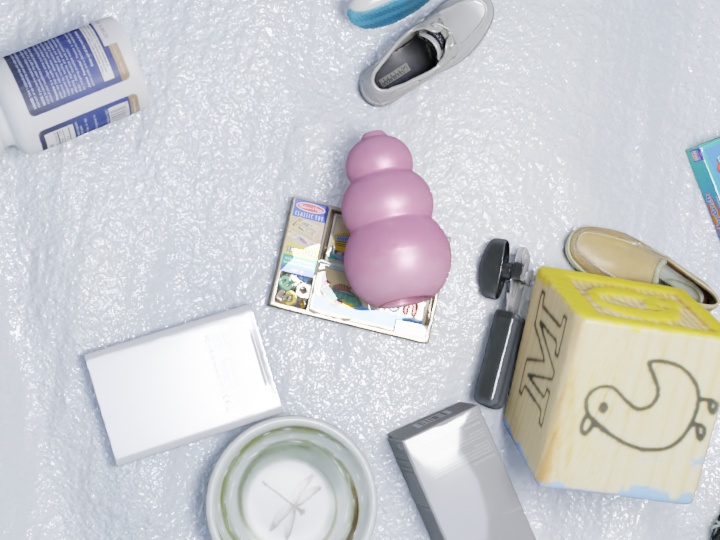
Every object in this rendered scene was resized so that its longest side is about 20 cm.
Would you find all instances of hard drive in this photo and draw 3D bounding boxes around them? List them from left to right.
[{"bbox_3d":[-0.202,0.130,1.705,0.199,0.025,0.133,-17,89,-12],"label":"hard drive"}]

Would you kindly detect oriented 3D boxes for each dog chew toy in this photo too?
[{"bbox_3d":[0.033,-0.061,1.698,0.124,0.125,0.202,-9,79,-12],"label":"dog chew toy"}]

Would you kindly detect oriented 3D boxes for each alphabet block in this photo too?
[{"bbox_3d":[0.289,0.127,1.693,0.194,0.196,0.201,8,106,-12],"label":"alphabet block"}]

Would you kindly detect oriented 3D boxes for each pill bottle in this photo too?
[{"bbox_3d":[-0.345,-0.197,1.654,0.199,0.111,0.112,-24,91,-12],"label":"pill bottle"}]

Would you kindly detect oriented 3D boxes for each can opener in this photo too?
[{"bbox_3d":[0.167,0.064,1.780,0.066,0.053,0.202,7,82,24],"label":"can opener"}]

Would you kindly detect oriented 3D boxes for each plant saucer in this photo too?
[{"bbox_3d":[-0.081,0.267,1.708,0.198,0.050,0.202,1,86,-12],"label":"plant saucer"}]

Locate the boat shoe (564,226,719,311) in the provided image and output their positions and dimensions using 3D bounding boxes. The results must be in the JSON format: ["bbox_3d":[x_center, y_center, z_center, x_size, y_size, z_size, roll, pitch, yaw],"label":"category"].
[{"bbox_3d":[0.346,-0.002,1.801,0.199,0.076,0.072,21,82,-9],"label":"boat shoe"}]

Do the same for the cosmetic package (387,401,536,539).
[{"bbox_3d":[0.122,0.265,1.734,0.106,0.090,0.201,-22,94,-12],"label":"cosmetic package"}]

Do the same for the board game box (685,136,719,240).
[{"bbox_3d":[0.513,-0.086,1.857,0.151,0.045,0.201,-21,91,-12],"label":"board game box"}]

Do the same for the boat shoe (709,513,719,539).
[{"bbox_3d":[0.455,0.334,1.802,0.060,0.076,0.202,2,85,-17],"label":"boat shoe"}]

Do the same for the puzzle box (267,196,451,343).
[{"bbox_3d":[0.000,0.000,1.756,0.199,0.025,0.134,13,83,-10],"label":"puzzle box"}]

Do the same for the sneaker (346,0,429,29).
[{"bbox_3d":[0.058,-0.360,1.773,0.200,0.077,0.081,-36,85,-18],"label":"sneaker"}]

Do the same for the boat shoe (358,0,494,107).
[{"bbox_3d":[0.083,-0.269,1.770,0.199,0.066,0.072,-34,93,-12],"label":"boat shoe"}]
